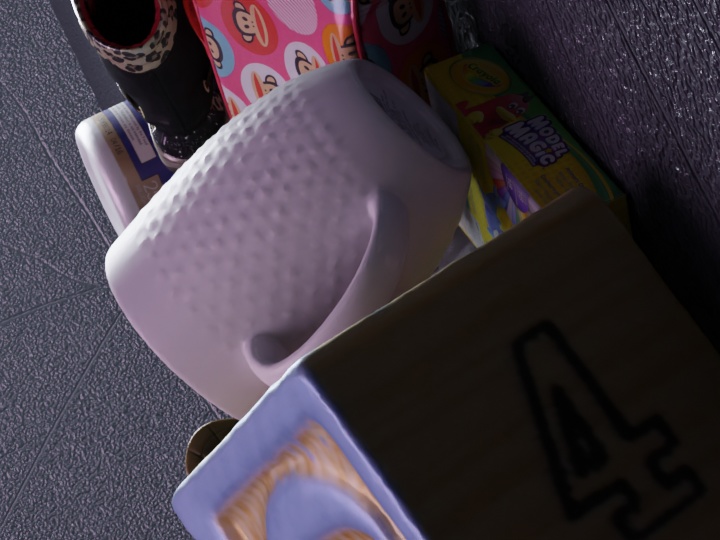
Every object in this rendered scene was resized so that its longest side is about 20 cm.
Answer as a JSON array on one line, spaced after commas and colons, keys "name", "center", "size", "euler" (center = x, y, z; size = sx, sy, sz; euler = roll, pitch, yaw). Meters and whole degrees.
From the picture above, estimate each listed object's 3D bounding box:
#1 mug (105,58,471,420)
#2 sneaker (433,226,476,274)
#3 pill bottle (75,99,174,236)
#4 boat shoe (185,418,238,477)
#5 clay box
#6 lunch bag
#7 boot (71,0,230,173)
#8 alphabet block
[{"name": "mug", "center": [-0.026, -0.011, 1.389], "size": [0.148, 0.175, 0.200], "euler": [36, -162, -25]}, {"name": "sneaker", "center": [0.056, 0.021, 1.576], "size": [0.200, 0.115, 0.075], "euler": [54, 166, 51]}, {"name": "pill bottle", "center": [-0.095, -0.095, 1.869], "size": [0.116, 0.200, 0.116], "euler": [61, 171, 16]}, {"name": "boat shoe", "center": [-0.015, 0.133, 1.692], "size": [0.066, 0.200, 0.072], "euler": [124, 152, -81]}, {"name": "clay box", "center": [0.101, -0.026, 1.405], "size": [0.200, 0.048, 0.115], "euler": [-126, 17, -49]}, {"name": "lunch bag", "center": [-0.032, -0.138, 1.523], "size": [0.176, 0.082, 0.200], "euler": [18, 136, 38]}, {"name": "boot", "center": [-0.143, -0.177, 1.648], "size": [0.154, 0.073, 0.204], "euler": [62, -174, -61]}, {"name": "alphabet block", "center": [0.062, 0.111, 1.272], "size": [0.197, 0.200, 0.195], "euler": [55, 146, 6]}]
